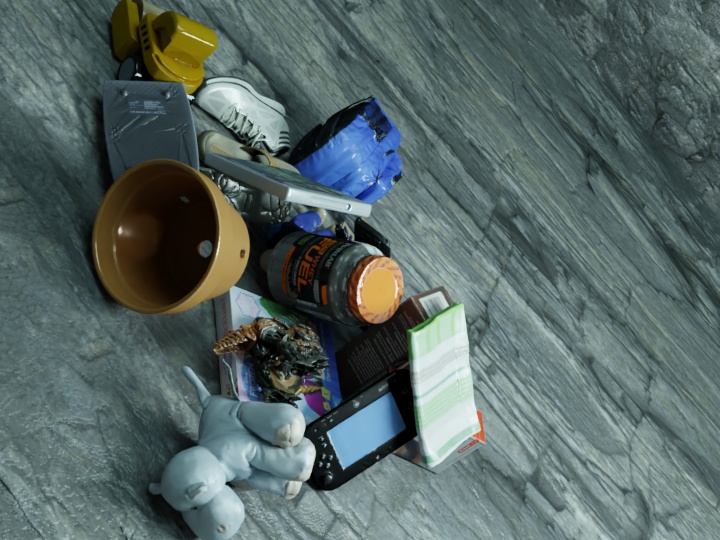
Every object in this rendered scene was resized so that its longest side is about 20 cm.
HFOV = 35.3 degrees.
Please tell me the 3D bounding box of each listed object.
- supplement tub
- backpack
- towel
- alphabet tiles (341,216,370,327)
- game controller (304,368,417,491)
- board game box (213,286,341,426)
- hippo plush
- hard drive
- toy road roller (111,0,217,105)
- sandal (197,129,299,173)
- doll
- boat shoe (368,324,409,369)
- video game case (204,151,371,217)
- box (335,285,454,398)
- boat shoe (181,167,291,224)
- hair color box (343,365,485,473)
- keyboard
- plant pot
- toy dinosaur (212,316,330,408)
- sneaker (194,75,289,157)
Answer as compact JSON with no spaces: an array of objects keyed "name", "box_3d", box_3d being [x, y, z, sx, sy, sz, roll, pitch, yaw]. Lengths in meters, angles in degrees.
[{"name":"supplement tub","box_3d":[-0.037,0.013,1.679,0.121,0.198,0.125,-10,105,-42]},{"name":"backpack","box_3d":[-0.019,-0.188,1.954,0.169,0.162,0.200,51,31,-6]},{"name":"towel","box_3d":[0.122,0.162,1.619,0.149,0.030,0.203,-28,115,-53]},{"name":"alphabet tiles","box_3d":[0.008,0.000,1.908,0.168,0.007,0.201,54,29,-24]},{"name":"game controller","box_3d":[0.006,0.221,1.586,0.042,0.198,0.105,30,-34,56]},{"name":"board game box","box_3d":[-0.115,0.139,1.624,0.198,0.041,0.202,23,42,-37]},{"name":"hippo plush","box_3d":[-0.158,0.234,1.368,0.161,0.158,0.202,-49,118,-46]},{"name":"hard drive","box_3d":[-0.310,-0.193,1.660,0.133,0.043,0.202,-1,56,-19]},{"name":"toy road roller","box_3d":[-0.301,-0.362,1.783,0.122,0.146,0.202,18,45,-41]},{"name":"sandal","box_3d":[-0.173,-0.169,1.821,0.198,0.054,0.081,26,64,-32]},{"name":"doll","box_3d":[-0.098,-0.040,1.814,0.137,0.048,0.200,52,32,2]},{"name":"boat shoe","box_3d":[0.095,0.144,1.850,0.200,0.072,0.068,41,38,-20]},{"name":"video game case","box_3d":[-0.109,-0.130,1.705,0.199,0.024,0.180,25,11,41]},{"name":"box","box_3d":[0.050,0.110,1.713,0.100,0.199,0.076,-16,73,-55]},{"name":"boat shoe","box_3d":[-0.206,-0.116,1.744,0.198,0.077,0.074,14,11,-30]},{"name":"hair color box","box_3d":[0.082,0.230,1.719,0.199,0.111,0.065,29,39,-30]},{"name":"keyboard","box_3d":[0.000,0.000,1.752,0.020,0.202,0.127,-31,51,-29]},{"name":"plant pot","box_3d":[-0.241,-0.037,1.521,0.202,0.199,0.140,62,17,17]},{"name":"toy dinosaur","box_3d":[-0.122,0.115,1.544,0.198,0.103,0.136,-13,52,-35]},{"name":"sneaker","box_3d":[-0.186,-0.245,1.878,0.199,0.075,0.117,17,44,-46]}]
